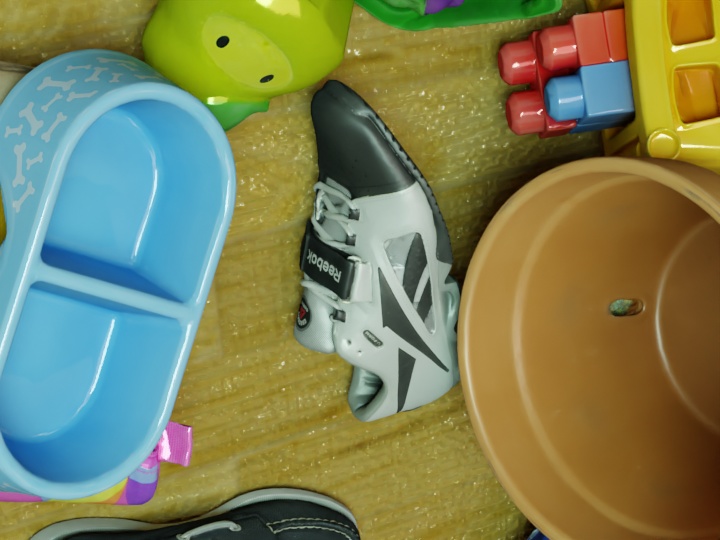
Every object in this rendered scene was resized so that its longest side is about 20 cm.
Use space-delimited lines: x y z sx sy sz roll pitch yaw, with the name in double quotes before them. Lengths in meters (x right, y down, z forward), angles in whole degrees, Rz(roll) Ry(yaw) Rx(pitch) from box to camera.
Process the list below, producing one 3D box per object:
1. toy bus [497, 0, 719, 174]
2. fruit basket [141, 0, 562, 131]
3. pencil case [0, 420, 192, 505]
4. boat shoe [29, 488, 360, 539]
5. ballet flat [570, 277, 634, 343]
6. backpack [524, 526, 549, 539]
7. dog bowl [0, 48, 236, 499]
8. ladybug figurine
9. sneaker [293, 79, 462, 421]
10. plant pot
"toy bus" 0.167 -0.138 0.818 0.190 0.136 0.202 -5 86 -3
"fruit basket" -0.021 -0.157 0.708 0.214 0.155 0.218 -2 93 -36
"pencil case" -0.185 0.070 0.727 0.198 0.088 0.089 4 106 -28
"boat shoe" -0.082 0.167 0.830 0.198 0.060 0.076 -7 111 -26
"ballet flat" 0.131 -0.002 0.878 0.200 0.071 0.071 -43 122 -14
"backpack" 0.156 0.225 0.928 0.167 0.163 0.201 30 105 -24
"dog bowl" -0.117 0.006 0.666 0.111 0.049 0.202 18 89 -41
"ladybug figurine" -0.177 -0.026 0.692 0.199 0.072 0.137 4 94 -39
"sneaker" 0.000 0.000 0.806 0.088 0.074 0.201 -29 122 -13
"plant pot" 0.167 0.038 0.775 0.139 0.199 0.202 -10 113 -42
